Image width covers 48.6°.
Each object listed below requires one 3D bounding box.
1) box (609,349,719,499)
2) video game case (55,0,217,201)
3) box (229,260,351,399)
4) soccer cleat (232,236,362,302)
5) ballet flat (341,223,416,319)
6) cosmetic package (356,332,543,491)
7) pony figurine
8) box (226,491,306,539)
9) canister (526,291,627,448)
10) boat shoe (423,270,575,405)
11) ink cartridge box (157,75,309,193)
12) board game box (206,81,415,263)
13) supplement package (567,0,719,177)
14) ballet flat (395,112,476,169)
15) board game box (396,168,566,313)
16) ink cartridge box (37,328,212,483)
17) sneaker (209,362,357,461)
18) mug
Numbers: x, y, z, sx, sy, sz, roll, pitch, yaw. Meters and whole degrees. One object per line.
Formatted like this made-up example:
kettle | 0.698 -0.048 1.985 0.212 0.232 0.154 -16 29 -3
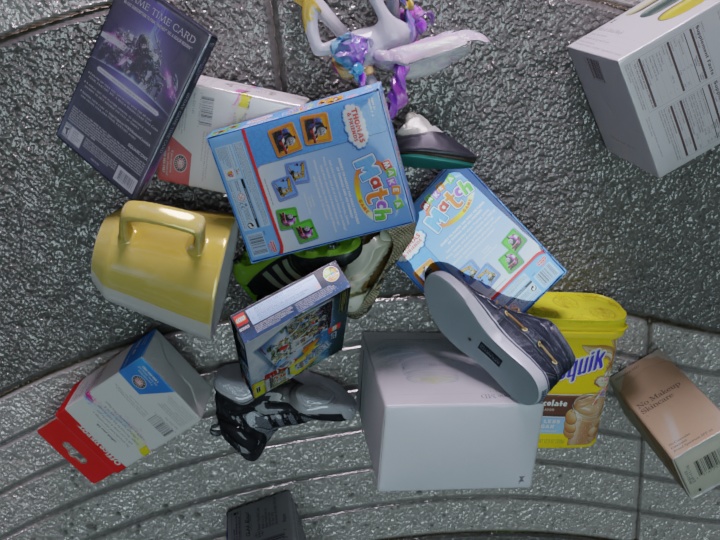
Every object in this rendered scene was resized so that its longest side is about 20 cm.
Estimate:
box | 0.431 0.204 1.093 0.094 0.201 0.078 -31 113 4
video game case | -0.253 -0.201 0.885 0.142 0.019 0.202 36 105 20
box | -0.082 0.077 0.955 0.135 0.201 0.038 -29 69 -17
soccer cleat | -0.071 -0.003 0.975 0.197 0.068 0.082 -10 121 36
ballet flat | 0.000 0.000 0.982 0.068 0.075 0.201 43 132 12
cosmetic package | 0.106 0.175 1.033 0.194 0.201 0.126 1 112 -9
pony figurine | 0.031 -0.257 0.894 0.190 0.167 0.203 -25 94 5
box | -0.112 0.456 1.118 0.103 0.184 0.204 -17 113 -3
canister | 0.277 0.141 1.109 0.145 0.087 0.204 1 113 -9
boat shoe | 0.168 0.068 0.973 0.090 0.201 0.071 -28 157 -38
ink cartridge box | -0.127 -0.150 0.926 0.195 0.068 0.119 12 110 -1
board game box | -0.051 -0.104 0.878 0.196 0.037 0.154 -12 113 12
supplement package | 0.381 -0.240 0.939 0.197 0.152 0.152 -29 112 4
ballet flat | 0.040 -0.154 0.956 0.195 0.073 0.075 -1 113 9
board game box | 0.139 -0.019 1.016 0.151 0.037 0.200 -44 95 10
ink cartridge box | -0.305 0.180 1.032 0.198 0.068 0.117 -32 112 19
sneaker | -0.108 0.198 1.080 0.195 0.076 0.116 12 110 -7
mug | -0.229 -0.024 0.938 0.150 0.151 0.190 13 123 -4
